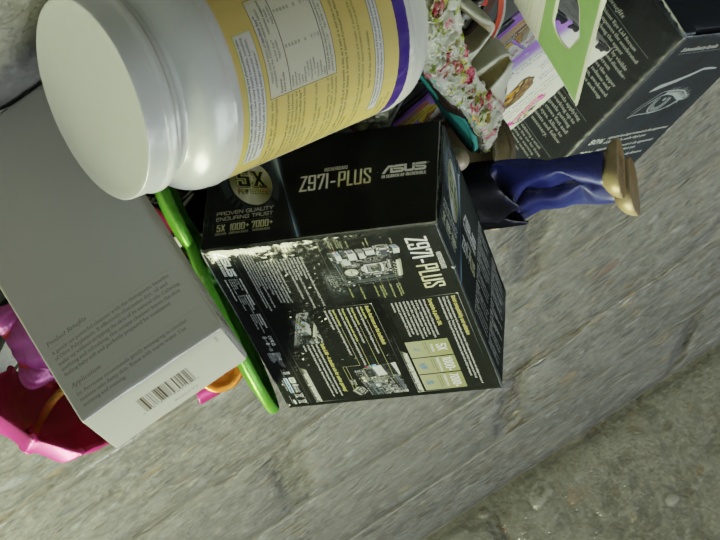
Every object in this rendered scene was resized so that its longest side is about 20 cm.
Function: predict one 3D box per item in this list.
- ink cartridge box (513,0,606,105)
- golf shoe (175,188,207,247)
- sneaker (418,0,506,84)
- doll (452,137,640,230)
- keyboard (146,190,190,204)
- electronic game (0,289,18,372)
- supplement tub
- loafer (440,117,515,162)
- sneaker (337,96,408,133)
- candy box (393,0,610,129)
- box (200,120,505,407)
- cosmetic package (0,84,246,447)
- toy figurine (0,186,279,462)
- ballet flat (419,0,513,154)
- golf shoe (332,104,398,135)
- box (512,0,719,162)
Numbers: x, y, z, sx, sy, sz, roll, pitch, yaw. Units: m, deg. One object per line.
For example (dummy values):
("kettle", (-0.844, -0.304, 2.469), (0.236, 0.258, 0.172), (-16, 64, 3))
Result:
("ink cartridge box", (0.104, -0.218, 1.281), (0.048, 0.201, 0.146), (-28, 162, -11))
("golf shoe", (-0.123, -0.013, 1.579), (0.201, 0.078, 0.094), (-56, 150, 15))
("sneaker", (0.066, -0.199, 1.444), (0.082, 0.077, 0.201), (-56, 173, -51))
("doll", (0.089, -0.053, 1.495), (0.198, 0.049, 0.136), (-10, 160, 18))
("keyboard", (-0.146, -0.041, 1.599), (0.127, 0.021, 0.200), (-41, 161, 19))
("electronic game", (-0.286, 0.057, 1.520), (0.200, 0.042, 0.200), (-45, 169, -11))
("supplement tub", (-0.075, -0.134, 1.263), (0.199, 0.146, 0.146), (-25, 161, -29))
("loafer", (0.029, -0.045, 1.579), (0.200, 0.076, 0.067), (-41, 164, 12))
("sneaker", (-0.036, -0.130, 1.471), (0.120, 0.084, 0.201), (-12, 137, -35))
("candy box", (0.082, -0.159, 1.622), (0.167, 0.072, 0.200), (-39, 162, 14))
("box", (0.000, 0.000, 1.460), (0.162, 0.087, 0.200), (-6, 144, 15))
("cosmetic package", (-0.170, -0.007, 1.332), (0.107, 0.201, 0.085), (-32, 162, -1))
("toy figurine", (-0.178, 0.046, 1.459), (0.183, 0.201, 0.150), (-25, -160, -1))
("ballet flat", (0.067, -0.137, 1.415), (0.064, 0.076, 0.200), (-38, 154, 3))
("golf shoe", (-0.074, -0.135, 1.401), (0.198, 0.098, 0.078), (-4, 175, -11))
("box", (0.216, -0.173, 1.782), (0.147, 0.105, 0.200), (-12, 151, -52))
